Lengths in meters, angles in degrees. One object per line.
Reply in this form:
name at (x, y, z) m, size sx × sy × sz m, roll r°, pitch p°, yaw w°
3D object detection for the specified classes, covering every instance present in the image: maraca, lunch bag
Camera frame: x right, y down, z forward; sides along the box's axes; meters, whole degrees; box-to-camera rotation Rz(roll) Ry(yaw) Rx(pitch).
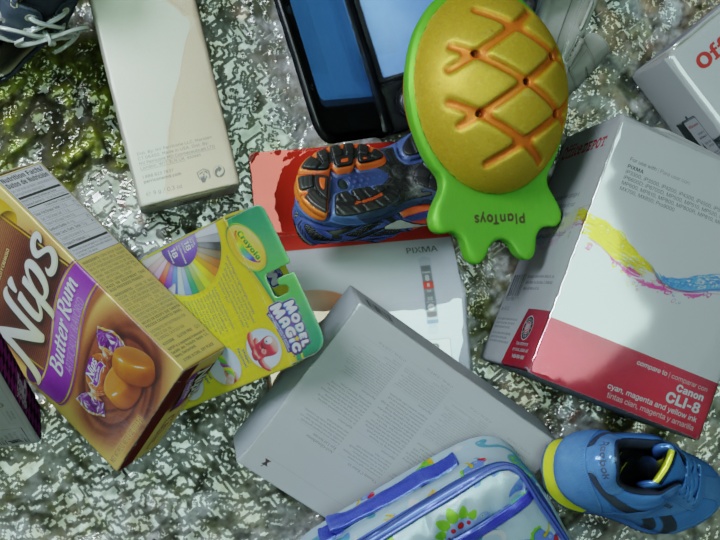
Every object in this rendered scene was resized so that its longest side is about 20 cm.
maraca at (0.093, -0.106, 0.940) m, size 0.136 × 0.107 × 0.201 m, roll -4°, pitch 90°, yaw -25°
lunch bag at (0.057, 0.226, 0.956) m, size 0.199 × 0.082 × 0.161 m, roll -29°, pitch 108°, yaw 0°

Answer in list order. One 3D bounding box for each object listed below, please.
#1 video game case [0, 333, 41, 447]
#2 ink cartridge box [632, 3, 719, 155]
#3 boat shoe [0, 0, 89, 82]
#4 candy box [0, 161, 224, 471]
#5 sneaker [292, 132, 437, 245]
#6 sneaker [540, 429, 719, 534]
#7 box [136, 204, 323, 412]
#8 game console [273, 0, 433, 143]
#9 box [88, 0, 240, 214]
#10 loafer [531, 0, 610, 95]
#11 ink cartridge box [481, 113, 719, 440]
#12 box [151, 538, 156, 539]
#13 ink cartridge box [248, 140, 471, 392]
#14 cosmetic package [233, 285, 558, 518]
video game case at (-0.327, 0.089, 0.908) m, size 0.180 × 0.200 × 0.036 m, roll -4°, pitch 70°, yaw -6°
ink cartridge box at (0.338, -0.128, 1.041) m, size 0.146 × 0.083 × 0.200 m, roll -38°, pitch 93°, yaw -10°
boat shoe at (-0.236, -0.185, 0.928) m, size 0.075 × 0.199 × 0.062 m, roll -15°, pitch 89°, yaw -40°
candy box at (-0.206, 0.033, 0.944) m, size 0.200 × 0.056 × 0.117 m, roll 44°, pitch 123°, yaw 12°
sneaker at (0.032, -0.062, 0.996) m, size 0.199 × 0.078 × 0.076 m, roll -7°, pitch 66°, yaw -26°
sneaker at (0.229, 0.162, 0.994) m, size 0.199 × 0.078 × 0.066 m, roll 17°, pitch 66°, yaw -38°
box at (-0.115, 0.033, 0.951) m, size 0.199 × 0.048 × 0.118 m, roll -23°, pitch 93°, yaw 36°
game console at (0.017, -0.210, 0.992) m, size 0.175 × 0.116 × 0.201 m, roll -17°, pitch 92°, yaw -6°
box at (-0.153, -0.150, 0.983) m, size 0.077 × 0.095 × 0.201 m, roll -13°, pitch 92°, yaw -8°
loafer at (0.163, -0.176, 1.031) m, size 0.069 × 0.070 × 0.201 m, roll 14°, pitch 86°, yaw 1°
ink cartridge box at (0.205, 0.004, 0.995) m, size 0.144 × 0.145 × 0.201 m, roll 21°, pitch 87°, yaw -7°
box at (-0.130, 0.331, 1.000) m, size 0.200 × 0.050 × 0.158 m, roll 39°, pitch 85°, yaw -4°
ink cartridge box at (0.000, 0.000, 1.021) m, size 0.161 × 0.050 × 0.201 m, roll -5°, pitch 93°, yaw -7°
cosmetic package at (0.027, 0.129, 0.987) m, size 0.200 × 0.052 × 0.151 m, roll 36°, pitch 96°, yaw -18°
